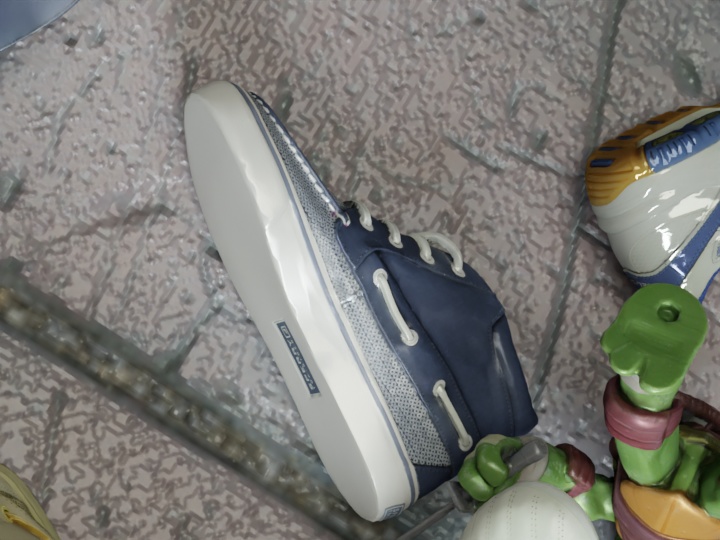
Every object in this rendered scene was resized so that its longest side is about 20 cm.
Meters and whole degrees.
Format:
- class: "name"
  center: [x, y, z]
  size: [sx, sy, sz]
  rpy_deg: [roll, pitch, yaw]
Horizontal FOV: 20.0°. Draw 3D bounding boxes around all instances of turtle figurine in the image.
- class: "turtle figurine"
  center: [0.110, 0.113, 0.822]
  size: [0.199, 0.194, 0.144]
  rpy_deg: [-17, 57, -20]

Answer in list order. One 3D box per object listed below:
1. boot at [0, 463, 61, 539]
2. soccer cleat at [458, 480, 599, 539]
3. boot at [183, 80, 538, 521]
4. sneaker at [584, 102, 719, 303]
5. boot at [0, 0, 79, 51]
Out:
- class: "boot"
  center: [-0.116, 0.165, 0.783]
  size: [0.073, 0.155, 0.200]
  rpy_deg: [-33, 92, -2]
- class: "soccer cleat"
  center: [0.041, 0.171, 0.800]
  size: [0.069, 0.201, 0.077]
  rpy_deg: [34, 35, 23]
- class: "boot"
  center: [0.000, 0.000, 0.881]
  size: [0.090, 0.073, 0.201]
  rpy_deg: [-27, 100, -22]
- class: "sneaker"
  center: [0.200, -0.049, 0.936]
  size: [0.199, 0.075, 0.088]
  rpy_deg: [-25, 103, -8]
- class: "boot"
  center: [-0.124, -0.154, 0.864]
  size: [0.199, 0.075, 0.097]
  rpy_deg: [-24, 103, -7]
